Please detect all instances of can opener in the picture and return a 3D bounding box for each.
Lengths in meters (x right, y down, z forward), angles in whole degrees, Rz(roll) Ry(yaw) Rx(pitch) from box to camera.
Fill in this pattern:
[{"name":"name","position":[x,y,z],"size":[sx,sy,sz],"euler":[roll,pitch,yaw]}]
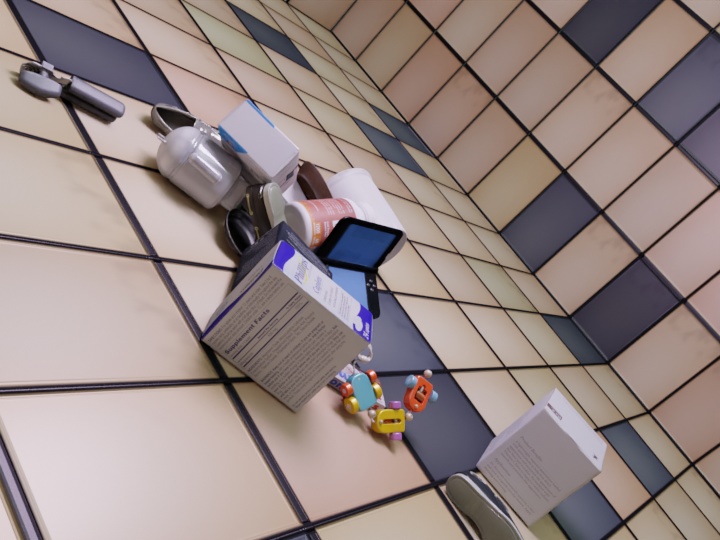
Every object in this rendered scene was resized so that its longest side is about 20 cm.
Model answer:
[{"name":"can opener","position":[-0.531,-0.318,1.397],"size":[0.200,0.053,0.067],"euler":[27,59,-43]}]

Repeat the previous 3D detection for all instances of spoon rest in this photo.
[{"name":"spoon rest","position":[-0.167,-0.182,1.774],"size":[0.099,0.061,0.200],"euler":[24,18,-42]}]

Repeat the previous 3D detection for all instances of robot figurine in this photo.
[{"name":"robot figurine","position":[-0.312,-0.200,1.483],"size":[0.200,0.113,0.169],"euler":[38,-9,-20]}]

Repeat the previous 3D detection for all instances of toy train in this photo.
[{"name":"toy train","position":[0.043,0.220,1.381],"size":[0.200,0.056,0.151],"euler":[35,64,-26]}]

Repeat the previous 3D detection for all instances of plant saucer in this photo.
[{"name":"plant saucer","position":[-0.105,-0.158,1.796],"size":[0.201,0.034,0.201],"euler":[55,-20,32]}]

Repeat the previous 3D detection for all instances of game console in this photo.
[{"name":"game console","position":[0.000,0.000,1.593],"size":[0.199,0.116,0.177],"euler":[11,67,-47]}]

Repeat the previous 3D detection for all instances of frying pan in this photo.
[{"name":"frying pan","position":[-0.230,-0.095,1.500],"size":[0.115,0.031,0.191],"euler":[40,32,-45]}]

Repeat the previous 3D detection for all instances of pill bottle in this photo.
[{"name":"pill bottle","position":[-0.068,-0.097,1.620],"size":[0.199,0.112,0.112],"euler":[-10,54,-40]}]

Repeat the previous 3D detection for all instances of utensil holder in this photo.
[{"name":"utensil holder","position":[-0.002,-0.122,1.879],"size":[0.170,0.170,0.200],"euler":[13,40,-56]}]

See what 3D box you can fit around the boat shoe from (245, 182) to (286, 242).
[{"name":"boat shoe","position":[-0.176,-0.071,1.475],"size":[0.072,0.060,0.202],"euler":[-47,133,-61]}]

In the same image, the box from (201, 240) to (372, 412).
[{"name":"box","position":[-0.113,0.088,1.208],"size":[0.200,0.184,0.105],"euler":[40,21,-15]}]

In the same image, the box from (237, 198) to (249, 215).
[{"name":"box","position":[-0.243,-0.146,1.634],"size":[0.200,0.036,0.144],"euler":[48,20,10]}]

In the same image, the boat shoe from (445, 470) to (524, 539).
[{"name":"boat shoe","position":[0.239,0.444,1.375],"size":[0.200,0.076,0.060],"euler":[53,27,19]}]

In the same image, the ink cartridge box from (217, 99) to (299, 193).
[{"name":"ink cartridge box","position":[-0.203,-0.232,1.527],"size":[0.146,0.086,0.200],"euler":[44,-10,2]}]

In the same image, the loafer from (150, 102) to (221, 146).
[{"name":"loafer","position":[-0.352,-0.288,1.611],"size":[0.199,0.070,0.070],"euler":[27,-5,-12]}]

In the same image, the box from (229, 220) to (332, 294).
[{"name":"box","position":[-0.137,0.030,1.361],"size":[0.149,0.107,0.200],"euler":[48,17,-20]}]

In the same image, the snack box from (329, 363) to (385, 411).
[{"name":"snack box","position":[-0.036,0.190,1.398],"size":[0.200,0.024,0.072],"euler":[35,24,-28]}]

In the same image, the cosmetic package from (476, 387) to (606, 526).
[{"name":"cosmetic package","position":[0.380,0.384,1.587],"size":[0.165,0.200,0.165],"euler":[49,20,10]}]
